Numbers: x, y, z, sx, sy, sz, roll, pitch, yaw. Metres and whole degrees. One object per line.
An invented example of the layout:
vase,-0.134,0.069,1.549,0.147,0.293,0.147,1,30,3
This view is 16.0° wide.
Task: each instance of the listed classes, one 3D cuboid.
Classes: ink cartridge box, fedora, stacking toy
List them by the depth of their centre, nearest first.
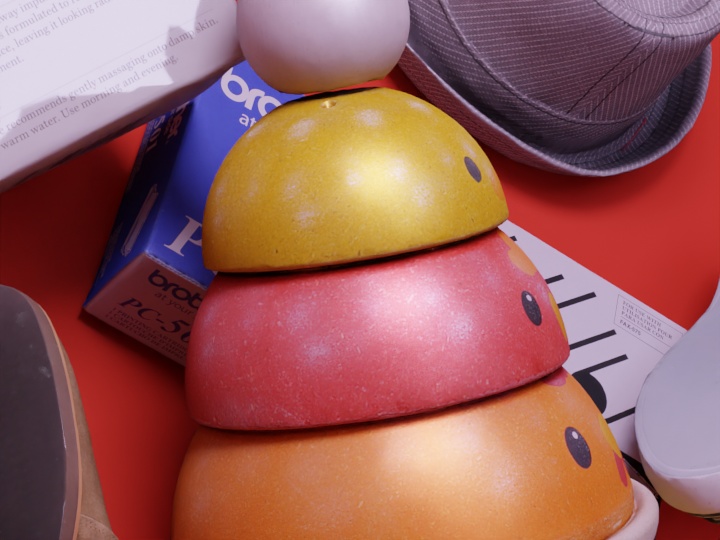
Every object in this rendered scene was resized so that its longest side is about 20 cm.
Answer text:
stacking toy,0.000,0.000,0.722,0.146,0.146,0.200,-18,103,-42
ink cartridge box,0.013,0.017,0.841,0.200,0.044,0.094,30,49,-19
fedora,0.079,-0.137,0.947,0.177,0.090,0.200,18,55,-28

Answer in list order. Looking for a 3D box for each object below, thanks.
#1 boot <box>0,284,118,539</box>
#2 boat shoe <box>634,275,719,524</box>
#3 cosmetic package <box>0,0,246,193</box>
boot,-0.086,0.103,0.715,0.075,0.074,0.200,19,55,-52
boat shoe,0.152,0.050,0.873,0.200,0.071,0.091,-54,128,-56
cosmetic package,-0.130,-0.122,0.747,0.113,0.081,0.200,-28,93,-20
